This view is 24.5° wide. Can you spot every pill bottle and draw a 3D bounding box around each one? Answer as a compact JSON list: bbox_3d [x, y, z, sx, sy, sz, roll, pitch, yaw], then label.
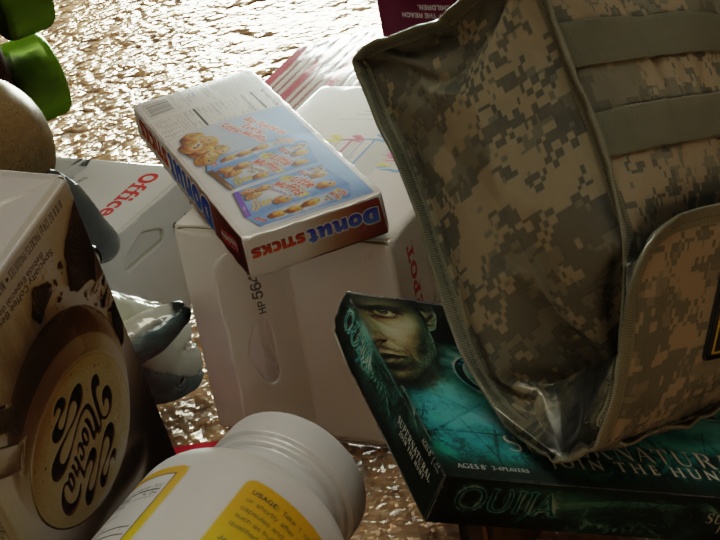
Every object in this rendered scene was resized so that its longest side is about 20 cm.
[{"bbox_3d":[-0.069,0.142,0.674,0.104,0.104,0.200,4,31,26],"label":"pill bottle"}]

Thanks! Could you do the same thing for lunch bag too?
[{"bbox_3d":[0.110,-0.026,0.710,0.117,0.200,0.164,-25,-8,40],"label":"lunch bag"}]

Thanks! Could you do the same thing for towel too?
[{"bbox_3d":[-0.029,-0.108,1.103,0.146,0.030,0.200,-47,23,-21],"label":"towel"}]

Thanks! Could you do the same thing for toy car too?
[{"bbox_3d":[-0.221,-0.060,0.937,0.164,0.158,0.200,-26,61,-18],"label":"toy car"}]

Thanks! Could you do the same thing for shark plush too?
[{"bbox_3d":[-0.157,0.070,0.835,0.091,0.083,0.200,20,39,29],"label":"shark plush"}]

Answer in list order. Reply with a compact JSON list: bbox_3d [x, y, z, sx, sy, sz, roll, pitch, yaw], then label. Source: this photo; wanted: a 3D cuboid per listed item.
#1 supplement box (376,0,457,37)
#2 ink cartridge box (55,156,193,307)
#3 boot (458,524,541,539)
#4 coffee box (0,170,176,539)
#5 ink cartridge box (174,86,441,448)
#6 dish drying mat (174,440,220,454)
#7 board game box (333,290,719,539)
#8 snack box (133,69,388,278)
[{"bbox_3d":[0.082,-0.116,0.999,0.086,0.200,0.110,7,32,31],"label":"supplement box"},{"bbox_3d":[-0.210,-0.003,1.012,0.200,0.084,0.146,6,33,28],"label":"ink cartridge box"},{"bbox_3d":[0.080,0.087,0.767,0.075,0.074,0.200,1,26,8],"label":"boot"},{"bbox_3d":[-0.152,0.068,0.715,0.080,0.200,0.113,6,46,22],"label":"coffee box"},{"bbox_3d":[0.000,0.000,0.890,0.125,0.129,0.200,4,32,26],"label":"ink cartridge box"},{"bbox_3d":[-0.157,0.125,0.829,0.200,0.018,0.077,-13,27,-3],"label":"dish drying mat"},{"bbox_3d":[0.098,0.066,0.733,0.200,0.028,0.135,8,28,-25],"label":"board game box"},{"bbox_3d":[-0.056,-0.055,0.849,0.072,0.024,0.200,-18,29,-15],"label":"snack box"}]
